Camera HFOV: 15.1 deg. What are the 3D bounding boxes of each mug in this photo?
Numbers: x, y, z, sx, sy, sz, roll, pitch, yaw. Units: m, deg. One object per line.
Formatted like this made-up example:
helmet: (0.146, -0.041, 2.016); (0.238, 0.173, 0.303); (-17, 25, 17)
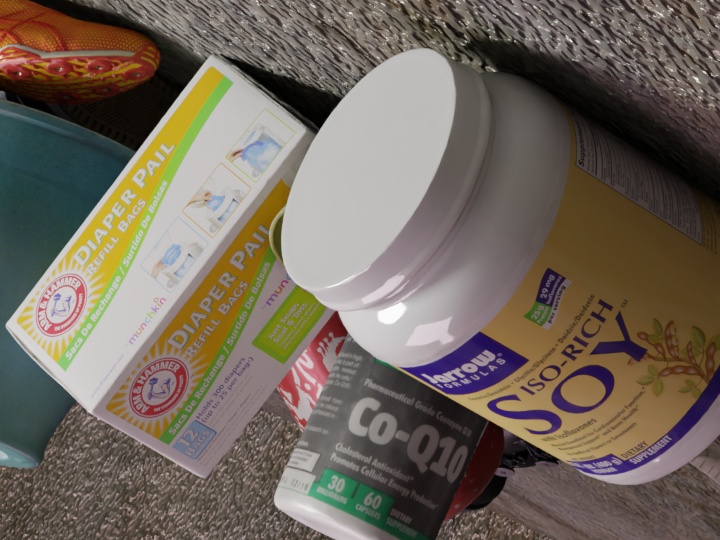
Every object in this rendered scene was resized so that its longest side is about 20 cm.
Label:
mug: (-0.014, 0.078, 1.972); (0.177, 0.134, 0.200); (-1, 135, 36)

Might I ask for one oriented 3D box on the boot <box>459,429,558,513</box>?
boot: (0.136, 0.131, 2.094); (0.200, 0.066, 0.165); (-18, 162, 30)

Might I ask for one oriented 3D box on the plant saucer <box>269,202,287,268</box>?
plant saucer: (0.051, -0.019, 1.468); (0.200, 0.031, 0.200); (6, 158, 2)

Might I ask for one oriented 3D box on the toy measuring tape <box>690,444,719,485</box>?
toy measuring tape: (0.202, 0.110, 1.926); (0.074, 0.074, 0.200); (18, 169, 48)

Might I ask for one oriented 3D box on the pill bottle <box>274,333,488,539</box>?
pill bottle: (0.030, 0.090, 1.833); (0.113, 0.200, 0.113); (24, 171, 4)

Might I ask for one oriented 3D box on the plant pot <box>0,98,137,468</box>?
plant pot: (-0.229, 0.012, 1.639); (0.200, 0.188, 0.200); (16, 167, 4)

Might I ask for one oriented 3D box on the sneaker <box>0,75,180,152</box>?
sneaker: (-0.151, -0.087, 1.737); (0.108, 0.070, 0.200); (10, 156, 48)

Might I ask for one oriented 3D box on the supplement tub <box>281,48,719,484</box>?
supplement tub: (0.079, -0.002, 1.260); (0.200, 0.146, 0.145); (29, 172, -28)

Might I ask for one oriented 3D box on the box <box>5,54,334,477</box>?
box: (-0.087, -0.001, 1.548); (0.101, 0.200, 0.112); (40, -176, 43)

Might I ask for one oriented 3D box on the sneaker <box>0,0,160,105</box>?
sneaker: (-0.211, -0.142, 1.606); (0.200, 0.077, 0.073); (6, 163, 19)
